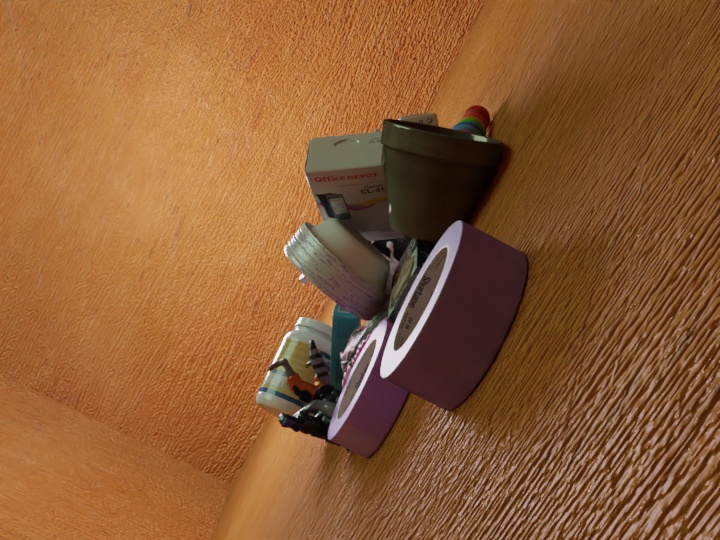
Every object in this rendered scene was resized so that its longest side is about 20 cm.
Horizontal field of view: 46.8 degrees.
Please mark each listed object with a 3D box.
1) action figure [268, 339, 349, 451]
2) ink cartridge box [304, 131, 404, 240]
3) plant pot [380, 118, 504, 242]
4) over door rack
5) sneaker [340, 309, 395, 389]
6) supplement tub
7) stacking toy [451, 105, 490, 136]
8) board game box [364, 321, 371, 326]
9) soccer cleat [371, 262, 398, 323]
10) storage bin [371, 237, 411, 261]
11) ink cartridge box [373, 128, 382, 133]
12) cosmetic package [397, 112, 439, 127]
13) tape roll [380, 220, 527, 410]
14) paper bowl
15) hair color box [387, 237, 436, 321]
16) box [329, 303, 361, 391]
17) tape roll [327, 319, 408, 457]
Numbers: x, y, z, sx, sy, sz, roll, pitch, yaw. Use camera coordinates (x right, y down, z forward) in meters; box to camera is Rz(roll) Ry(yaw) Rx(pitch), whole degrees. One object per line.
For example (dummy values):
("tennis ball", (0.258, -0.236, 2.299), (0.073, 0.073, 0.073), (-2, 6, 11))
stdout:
("action figure", (-0.070, 0.217, 1.394), (0.105, 0.194, 0.200), (-45, -26, 8))
("ink cartridge box", (-0.005, -0.143, 1.493), (0.200, 0.146, 0.086), (68, -158, -52))
("plant pot", (0.118, -0.144, 1.363), (0.200, 0.198, 0.175), (-83, 5, -76))
("over door rack", (0.000, 0.000, 1.614), (0.148, 0.199, 0.067), (-63, 6, -28))
("sneaker", (0.013, 0.122, 1.425), (0.200, 0.079, 0.096), (-58, 34, 39))
("supplement tub", (-0.116, 0.214, 1.739), (0.201, 0.144, 0.145), (-65, 5, -18))
("stacking toy", (0.205, -0.258, 1.582), (0.086, 0.085, 0.200), (-60, 2, 36))
("board game box", (-0.005, 0.187, 1.721), (0.201, 0.029, 0.135), (-63, 4, 9))
("soccer cleat", (0.042, 0.071, 1.535), (0.201, 0.077, 0.069), (-67, 6, -35))
("storage bin", (0.089, -0.101, 1.870), (0.201, 0.093, 0.135), (-67, 6, -26))
("ink cartridge box", (0.087, -0.177, 1.644), (0.084, 0.199, 0.145), (-60, 6, 34))
("cosmetic package", (0.113, -0.170, 1.496), (0.102, 0.073, 0.202), (123, 139, -83))
("tape roll", (0.104, 0.050, 0.950), (0.201, 0.085, 0.200), (-64, 5, 10))
("paper bowl", (-0.027, -0.013, 1.456), (0.104, 0.200, 0.201), (-49, 7, 8))
("hair color box", (0.096, 0.013, 1.376), (0.100, 0.060, 0.200), (-62, 6, 19))
("box", (-0.029, 0.161, 1.554), (0.082, 0.049, 0.201), (-76, -10, -69))
("tape roll", (0.022, 0.178, 1.266), (0.201, 0.065, 0.200), (-62, 5, 10))
